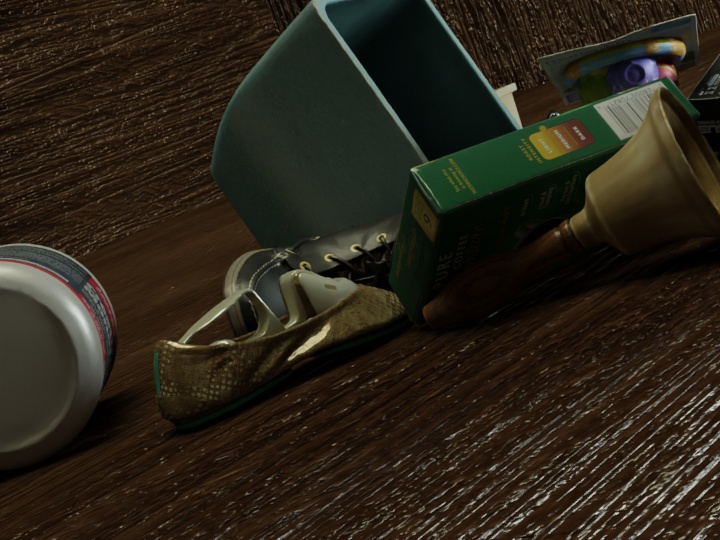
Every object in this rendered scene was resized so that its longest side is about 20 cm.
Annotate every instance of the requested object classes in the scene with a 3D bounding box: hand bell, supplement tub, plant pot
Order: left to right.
[{"bbox_3d":[-0.247,0.055,1.105,0.140,0.141,0.200,-20,7,-2],"label":"supplement tub"},{"bbox_3d":[-0.010,-0.105,1.314,0.200,0.196,0.196,-36,-2,30],"label":"plant pot"},{"bbox_3d":[0.124,-0.016,0.949,0.199,0.104,0.104,-31,2,22],"label":"hand bell"}]

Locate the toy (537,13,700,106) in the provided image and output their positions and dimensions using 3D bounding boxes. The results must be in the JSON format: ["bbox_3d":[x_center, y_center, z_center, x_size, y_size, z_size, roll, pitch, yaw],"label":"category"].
[{"bbox_3d":[0.206,-0.143,1.185,0.114,0.048,0.200,-15,-3,12],"label":"toy"}]

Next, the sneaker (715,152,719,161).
[{"bbox_3d":[0.190,-0.077,1.207,0.199,0.078,0.140,-13,2,-27],"label":"sneaker"}]

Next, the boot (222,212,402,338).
[{"bbox_3d":[0.000,0.000,1.131,0.150,0.074,0.200,-17,-1,25],"label":"boot"}]

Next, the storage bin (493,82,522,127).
[{"bbox_3d":[0.076,-0.138,1.876,0.198,0.094,0.200,-15,9,34],"label":"storage bin"}]

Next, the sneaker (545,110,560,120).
[{"bbox_3d":[0.121,-0.105,1.544,0.198,0.083,0.071,-19,7,7],"label":"sneaker"}]

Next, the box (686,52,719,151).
[{"bbox_3d":[0.345,-0.152,1.124,0.159,0.044,0.200,0,30,32],"label":"box"}]

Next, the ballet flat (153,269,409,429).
[{"bbox_3d":[-0.050,0.036,1.006,0.199,0.066,0.070,-25,8,-36],"label":"ballet flat"}]

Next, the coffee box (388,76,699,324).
[{"bbox_3d":[0.117,-0.046,1.006,0.199,0.044,0.123,-22,-30,-20],"label":"coffee box"}]
